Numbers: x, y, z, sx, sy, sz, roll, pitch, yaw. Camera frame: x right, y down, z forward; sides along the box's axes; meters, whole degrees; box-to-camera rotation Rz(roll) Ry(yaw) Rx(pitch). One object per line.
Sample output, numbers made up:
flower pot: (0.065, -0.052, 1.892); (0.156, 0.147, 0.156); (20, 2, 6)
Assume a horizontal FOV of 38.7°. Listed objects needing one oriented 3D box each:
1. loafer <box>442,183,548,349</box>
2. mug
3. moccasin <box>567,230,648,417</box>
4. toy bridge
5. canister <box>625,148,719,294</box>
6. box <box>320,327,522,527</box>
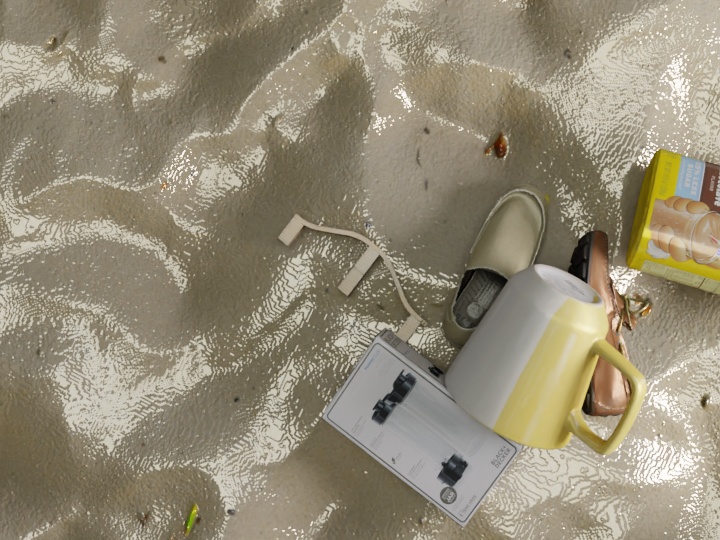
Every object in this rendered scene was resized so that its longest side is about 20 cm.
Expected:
loafer: (0.156, -0.004, 1.147); (0.075, 0.068, 0.203); (24, 88, 5)
mug: (0.202, 0.089, 1.077); (0.184, 0.150, 0.155); (25, 109, 2)
moccasin: (0.274, 0.058, 1.134); (0.076, 0.074, 0.206); (-6, 83, -6)
toy bridge: (0.000, 0.000, 1.179); (0.199, 0.027, 0.068); (39, 89, 5)
canister: (0.399, -0.041, 1.108); (0.197, 0.087, 0.150); (17, 61, 8)
box: (0.069, 0.170, 1.134); (0.199, 0.060, 0.118); (35, 103, 6)
